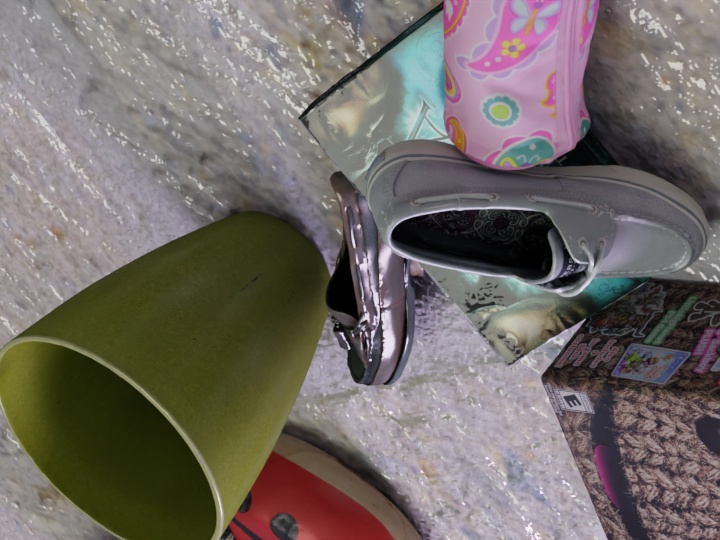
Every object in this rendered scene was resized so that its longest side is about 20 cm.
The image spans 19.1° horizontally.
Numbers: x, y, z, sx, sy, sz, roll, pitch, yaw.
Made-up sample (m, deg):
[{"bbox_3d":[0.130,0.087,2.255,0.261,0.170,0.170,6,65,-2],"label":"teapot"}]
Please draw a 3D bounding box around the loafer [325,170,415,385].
[{"bbox_3d":[0.000,0.000,1.375,0.201,0.063,0.072,98,153,-44],"label":"loafer"}]

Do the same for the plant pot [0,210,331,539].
[{"bbox_3d":[-0.109,0.056,1.435,0.187,0.200,0.188,26,142,23],"label":"plant pot"}]

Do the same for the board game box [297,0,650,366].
[{"bbox_3d":[0.075,-0.052,1.255,0.135,0.028,0.200,-35,102,31],"label":"board game box"}]

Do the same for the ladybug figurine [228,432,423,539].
[{"bbox_3d":[-0.034,0.200,1.624,0.200,0.072,0.136,36,145,9],"label":"ladybug figurine"}]

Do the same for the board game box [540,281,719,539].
[{"bbox_3d":[0.231,0.101,1.245,0.199,0.097,0.160,4,130,42],"label":"board game box"}]

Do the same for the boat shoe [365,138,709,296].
[{"bbox_3d":[0.100,-0.017,1.177,0.200,0.072,0.070,10,130,-13],"label":"boat shoe"}]

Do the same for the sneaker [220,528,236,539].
[{"bbox_3d":[-0.052,0.263,1.727,0.199,0.078,0.080,26,161,30],"label":"sneaker"}]

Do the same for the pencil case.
[{"bbox_3d":[0.087,-0.151,1.117,0.087,0.087,0.201,23,133,25],"label":"pencil case"}]
